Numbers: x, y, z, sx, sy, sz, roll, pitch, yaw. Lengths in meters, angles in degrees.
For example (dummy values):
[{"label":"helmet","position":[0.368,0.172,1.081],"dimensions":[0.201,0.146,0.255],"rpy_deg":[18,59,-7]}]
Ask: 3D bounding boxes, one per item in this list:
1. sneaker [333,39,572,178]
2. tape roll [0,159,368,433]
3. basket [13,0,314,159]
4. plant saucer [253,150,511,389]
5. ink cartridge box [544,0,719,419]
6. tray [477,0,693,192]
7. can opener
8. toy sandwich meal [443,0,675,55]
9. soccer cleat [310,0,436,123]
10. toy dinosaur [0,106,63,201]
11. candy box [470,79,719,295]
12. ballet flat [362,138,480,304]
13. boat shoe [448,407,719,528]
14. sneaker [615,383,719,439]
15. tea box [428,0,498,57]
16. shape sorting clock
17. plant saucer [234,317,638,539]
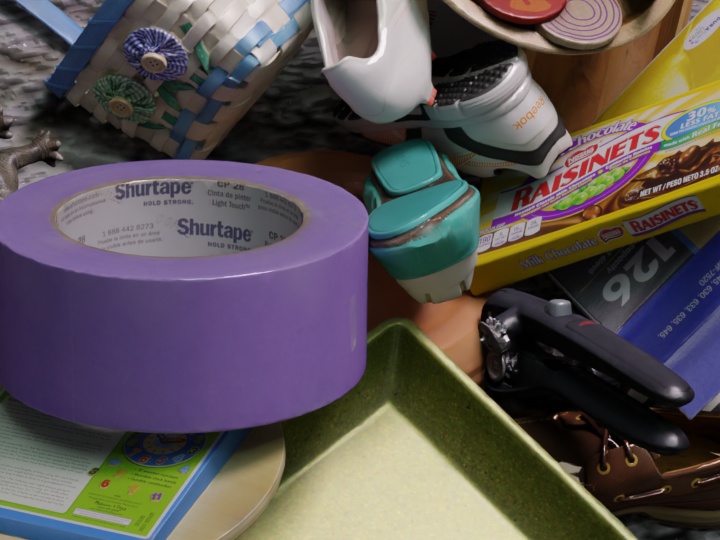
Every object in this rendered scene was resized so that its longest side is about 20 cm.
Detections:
[{"label":"sneaker","position":[0.052,-0.088,1.553],"dimensions":[0.074,0.200,0.080],"rpy_deg":[-47,113,-15]},{"label":"tape roll","position":[-0.095,0.010,1.365],"dimensions":[0.199,0.085,0.200],"rpy_deg":[1,20,-1]},{"label":"basket","position":[-0.129,-0.176,1.530],"dimensions":[0.200,0.176,0.139],"rpy_deg":[44,51,3]},{"label":"plant saucer","position":[0.000,0.000,1.523],"dimensions":[0.199,0.038,0.201],"rpy_deg":[11,47,-12]},{"label":"ink cartridge box","position":[0.201,-0.042,1.506],"dimensions":[0.047,0.198,0.200],"rpy_deg":[43,4,-38]},{"label":"tray","position":[0.142,-0.126,1.591],"dimensions":[0.098,0.201,0.037],"rpy_deg":[9,14,-15]},{"label":"can opener","position":[0.125,0.051,1.426],"dimensions":[0.078,0.064,0.200],"rpy_deg":[-13,15,-20]},{"label":"toy sandwich meal","position":[0.111,-0.221,1.487],"dimensions":[0.204,0.070,0.206],"rpy_deg":[8,62,-15]},{"label":"soccer cleat","position":[0.006,-0.179,1.499],"dimensions":[0.078,0.069,0.201],"rpy_deg":[33,44,-45]},{"label":"toy dinosaur","position":[-0.234,-0.051,1.445],"dimensions":[0.200,0.077,0.102],"rpy_deg":[44,42,14]},{"label":"candy box","position":[0.152,-0.053,1.491],"dimensions":[0.026,0.199,0.102],"rpy_deg":[53,35,-27]},{"label":"ballet flat","position":[0.039,-0.020,1.439],"dimensions":[0.067,0.071,0.200],"rpy_deg":[-21,14,4]},{"label":"boat shoe","position":[0.140,0.103,1.466],"dimensions":[0.199,0.068,0.072],"rpy_deg":[2,50,-21]},{"label":"sneaker","position":[0.223,0.024,1.582],"dimensions":[0.115,0.076,0.201],"rpy_deg":[28,53,-9]},{"label":"tea box","position":[0.071,-0.264,1.674],"dimensions":[0.133,0.200,0.197],"rpy_deg":[7,47,-16]},{"label":"shape sorting clock","position":[-0.137,0.103,1.335],"dimensions":[0.199,0.039,0.200],"rpy_deg":[-6,36,4]},{"label":"plant saucer","position":[0.016,0.151,1.368],"dimensions":[0.200,0.048,0.200],"rpy_deg":[-36,70,-28]}]
